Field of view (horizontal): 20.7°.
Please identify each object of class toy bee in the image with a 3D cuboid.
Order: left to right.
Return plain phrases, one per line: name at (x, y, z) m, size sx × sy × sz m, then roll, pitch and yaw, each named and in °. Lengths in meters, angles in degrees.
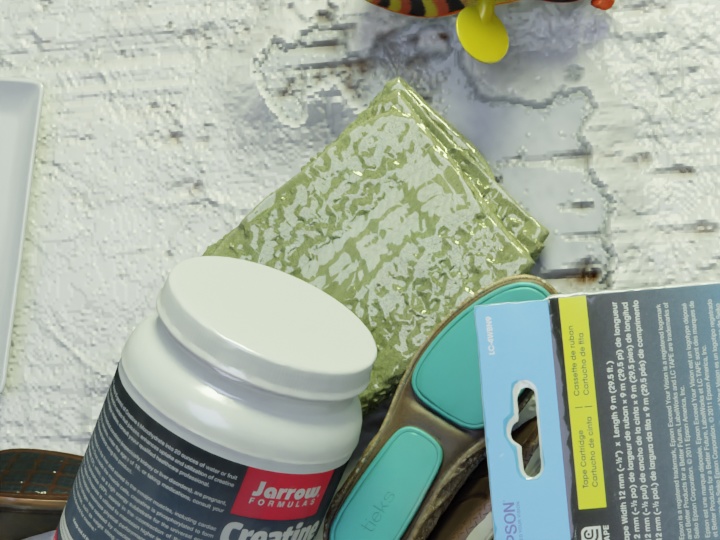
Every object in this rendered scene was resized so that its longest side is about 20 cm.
toy bee at (0.094, -0.176, 1.141) m, size 0.199 × 0.109 × 0.132 m, roll 12°, pitch 72°, yaw 47°

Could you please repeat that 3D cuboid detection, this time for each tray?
tray at (-0.258, -0.025, 1.261) m, size 0.107 × 0.022 × 0.201 m, roll 6°, pitch 86°, yaw 18°

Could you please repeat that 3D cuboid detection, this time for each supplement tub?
supplement tub at (-0.083, 0.109, 1.106) m, size 0.140 × 0.140 × 0.201 m, roll 29°, pitch 111°, yaw 17°

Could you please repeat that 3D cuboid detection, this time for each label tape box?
label tape box at (0.166, 0.082, 1.081) m, size 0.199 × 0.066 × 0.144 m, roll -5°, pitch 84°, yaw 3°

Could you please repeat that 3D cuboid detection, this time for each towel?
towel at (0.000, 0.000, 1.176) m, size 0.200 × 0.036 × 0.149 m, roll -42°, pitch 75°, yaw 7°

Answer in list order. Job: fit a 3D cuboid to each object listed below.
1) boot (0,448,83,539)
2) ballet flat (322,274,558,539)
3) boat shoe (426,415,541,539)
boot at (-0.233, 0.167, 1.221) m, size 0.199 × 0.075 × 0.098 m, roll 0°, pitch 110°, yaw 6°
ballet flat at (0.047, 0.088, 1.136) m, size 0.070 × 0.065 × 0.200 m, roll 39°, pitch 90°, yaw 11°
boat shoe at (0.070, 0.178, 1.126) m, size 0.075 × 0.075 × 0.203 m, roll 37°, pitch 94°, yaw -7°
